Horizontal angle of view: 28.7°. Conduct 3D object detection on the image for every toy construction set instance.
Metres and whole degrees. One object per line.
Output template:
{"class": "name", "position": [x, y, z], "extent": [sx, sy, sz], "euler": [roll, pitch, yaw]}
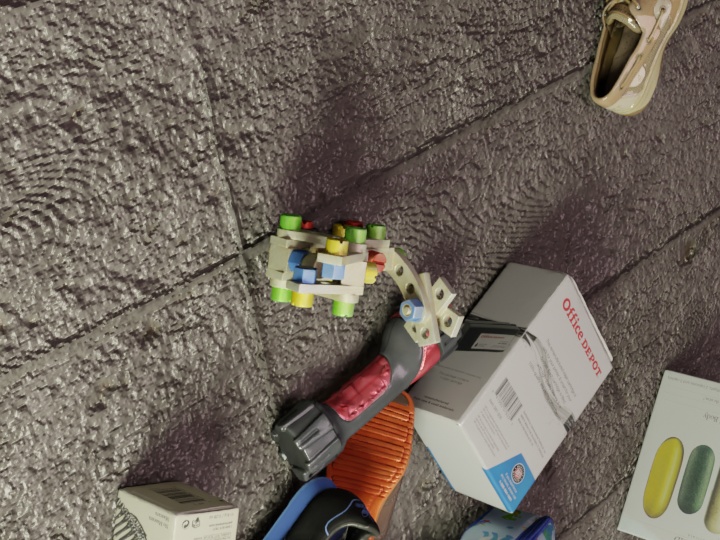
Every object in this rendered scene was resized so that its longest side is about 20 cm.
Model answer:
{"class": "toy construction set", "position": [0.000, 0.000, 1.193], "extent": [0.200, 0.131, 0.093], "euler": [20, 85, -46]}

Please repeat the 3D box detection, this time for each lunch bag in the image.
{"class": "lunch bag", "position": [0.139, 0.352, 1.423], "extent": [0.161, 0.082, 0.201], "euler": [-15, 111, -63]}

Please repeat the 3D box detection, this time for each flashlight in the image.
{"class": "flashlight", "position": [0.004, 0.099, 1.272], "extent": [0.200, 0.068, 0.068], "euler": [-37, 161, -29]}

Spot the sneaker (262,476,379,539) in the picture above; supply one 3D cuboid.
{"class": "sneaker", "position": [-0.061, 0.278, 1.217], "extent": [0.070, 0.078, 0.200], "euler": [33, 88, -46]}

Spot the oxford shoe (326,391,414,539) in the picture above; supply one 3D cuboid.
{"class": "oxford shoe", "position": [0.002, 0.206, 1.305], "extent": [0.073, 0.071, 0.201], "euler": [61, 49, -69]}

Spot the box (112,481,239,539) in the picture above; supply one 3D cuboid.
{"class": "box", "position": [-0.158, 0.278, 1.135], "extent": [0.068, 0.082, 0.201], "euler": [2, 96, -46]}

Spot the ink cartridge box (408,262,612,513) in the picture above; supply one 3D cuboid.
{"class": "ink cartridge box", "position": [0.150, 0.114, 1.405], "extent": [0.200, 0.084, 0.145], "euler": [-50, 130, -24]}

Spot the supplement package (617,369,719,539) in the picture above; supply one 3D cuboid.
{"class": "supplement package", "position": [0.430, 0.244, 1.670], "extent": [0.150, 0.151, 0.201], "euler": [23, 83, -45]}

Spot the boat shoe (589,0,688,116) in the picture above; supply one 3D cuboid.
{"class": "boat shoe", "position": [0.289, -0.264, 1.468], "extent": [0.064, 0.071, 0.201], "euler": [11, 93, -47]}
